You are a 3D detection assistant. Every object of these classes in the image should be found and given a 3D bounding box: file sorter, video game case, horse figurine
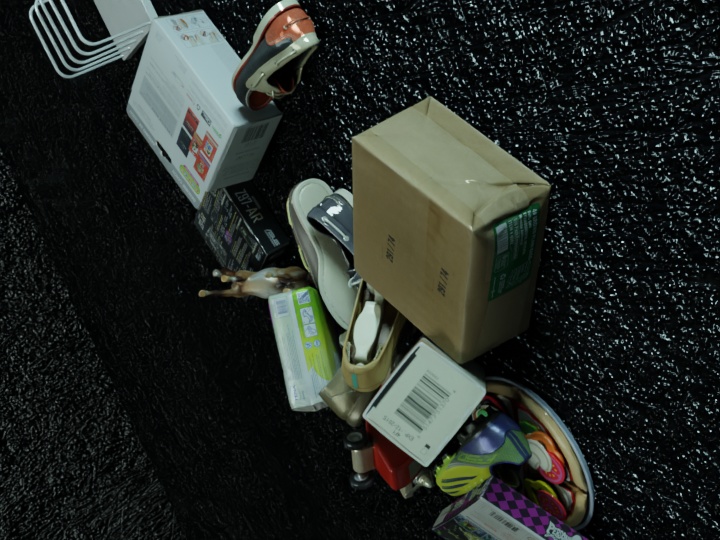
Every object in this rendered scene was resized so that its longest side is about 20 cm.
[{"bbox_3d":[-0.411,-0.390,1.653,0.139,0.124,0.200,64,155,-7],"label":"file sorter"},{"bbox_3d":[0.196,0.322,1.245,0.200,0.036,0.181,33,152,2],"label":"video game case"},{"bbox_3d":[-0.132,0.016,1.534,0.199,0.132,0.050,-4,91,19],"label":"horse figurine"}]

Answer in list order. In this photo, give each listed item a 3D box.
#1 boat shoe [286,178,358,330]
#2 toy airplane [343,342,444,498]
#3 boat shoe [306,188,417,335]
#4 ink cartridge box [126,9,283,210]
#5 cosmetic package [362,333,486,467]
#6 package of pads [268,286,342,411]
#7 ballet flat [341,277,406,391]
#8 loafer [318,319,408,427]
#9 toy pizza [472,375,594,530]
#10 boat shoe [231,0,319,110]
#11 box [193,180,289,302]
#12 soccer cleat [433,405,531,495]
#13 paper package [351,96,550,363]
[{"bbox_3d":[-0.041,-0.019,1.395,0.201,0.072,0.059,68,161,-6],"label":"boat shoe"},{"bbox_3d":[0.051,0.184,1.377,0.200,0.140,0.200,74,-170,-72],"label":"toy airplane"},{"bbox_3d":[0.000,0.000,1.339,0.201,0.063,0.073,61,153,-2],"label":"boat shoe"},{"bbox_3d":[-0.216,-0.213,1.462,0.200,0.084,0.176,53,139,18],"label":"ink cartridge box"},{"bbox_3d":[0.072,0.130,1.167,0.087,0.104,0.200,38,-177,5],"label":"cosmetic package"},{"bbox_3d":[-0.065,0.106,1.445,0.200,0.068,0.155,34,-136,-83],"label":"package of pads"},{"bbox_3d":[0.025,0.035,1.204,0.068,0.201,0.063,6,156,15],"label":"ballet flat"},{"bbox_3d":[0.010,0.080,1.266,0.067,0.201,0.076,22,172,2],"label":"loafer"},{"bbox_3d":[0.186,0.213,1.240,0.200,0.032,0.201,45,151,33],"label":"toy pizza"},{"bbox_3d":[-0.098,-0.238,1.279,0.063,0.071,0.200,55,151,7],"label":"boat shoe"},{"bbox_3d":[-0.185,-0.058,1.662,0.161,0.043,0.200,56,155,12],"label":"box"},{"bbox_3d":[0.138,0.225,1.234,0.084,0.065,0.200,45,152,15],"label":"soccer cleat"},{"bbox_3d":[0.084,-0.038,1.089,0.191,0.103,0.200,42,149,33],"label":"paper package"}]
